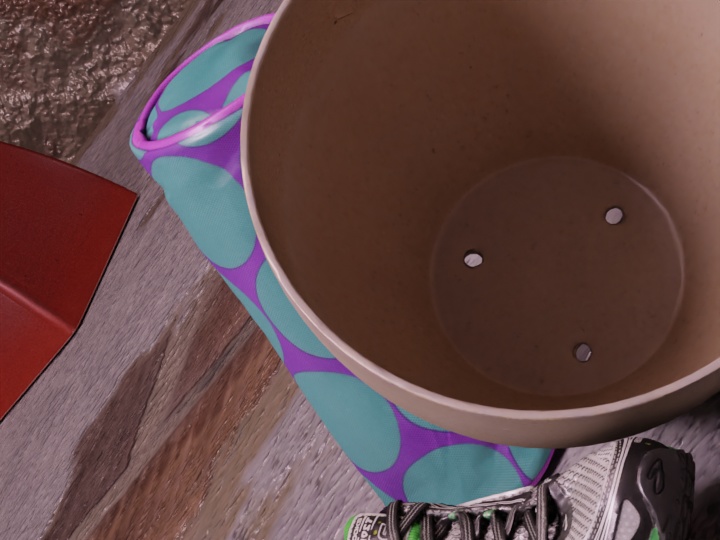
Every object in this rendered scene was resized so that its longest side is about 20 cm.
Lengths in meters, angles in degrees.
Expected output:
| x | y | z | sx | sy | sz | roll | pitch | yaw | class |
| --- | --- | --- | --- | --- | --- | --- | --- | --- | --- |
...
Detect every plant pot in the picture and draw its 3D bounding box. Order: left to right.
| x | y | z | sx | sy | sz | roll | pitch | yaw | class |
| --- | --- | --- | --- | --- | --- | --- | --- | --- | --- |
| -0.339 | -0.001 | 2.432 | 0.200 | 0.176 | 0.200 | -47 | 15 | 37 | plant pot |
| 0.065 | -0.021 | 0.961 | 0.201 | 0.199 | 0.135 | -60 | -16 | -17 | plant pot |

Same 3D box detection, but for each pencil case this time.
| x | y | z | sx | sy | sz | roll | pitch | yaw | class |
| --- | --- | --- | --- | --- | --- | --- | --- | --- | --- |
| 0.000 | 0.000 | 1.062 | 0.092 | 0.200 | 0.085 | -31 | 20 | 17 | pencil case |

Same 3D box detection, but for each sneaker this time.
| x | y | z | sx | sy | sz | roll | pitch | yaw | class |
| --- | --- | --- | --- | --- | --- | --- | --- | --- | --- |
| 0.037 | 0.108 | 0.912 | 0.200 | 0.085 | 0.078 | -43 | 18 | 46 | sneaker |
